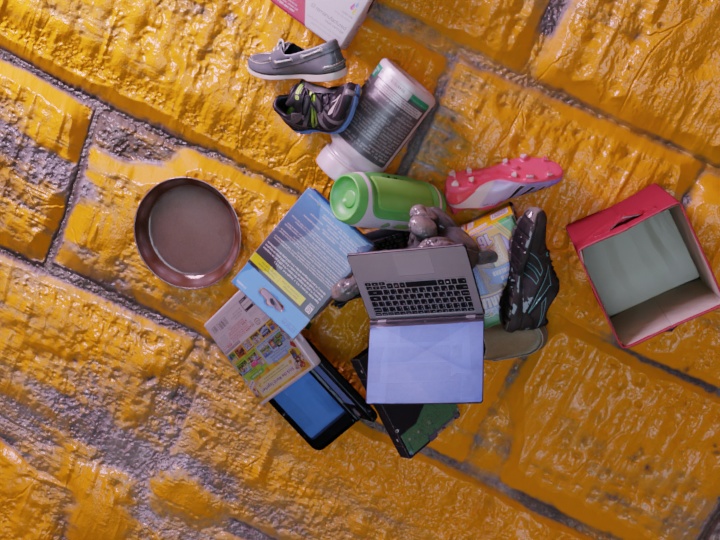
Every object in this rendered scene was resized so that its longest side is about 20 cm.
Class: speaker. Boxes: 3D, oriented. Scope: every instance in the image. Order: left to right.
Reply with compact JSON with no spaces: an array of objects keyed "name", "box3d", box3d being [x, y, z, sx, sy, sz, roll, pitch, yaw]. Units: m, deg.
[{"name":"speaker","box3d":[0.047,-0.109,1.382,0.088,0.198,0.090,-3,86,47]}]

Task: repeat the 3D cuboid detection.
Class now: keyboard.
[{"name":"keyboard","box3d":[0.000,0.000,1.471,0.197,0.021,0.129,-17,120,-9]}]

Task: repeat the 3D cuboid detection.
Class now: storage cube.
[{"name":"storage cube","box3d":[0.445,-0.011,1.364,0.169,0.180,0.202,-26,101,13]}]

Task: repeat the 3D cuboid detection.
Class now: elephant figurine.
[{"name":"elephant figurine","box3d":[0.081,0.007,1.337,0.155,0.141,0.201,45,118,19]}]

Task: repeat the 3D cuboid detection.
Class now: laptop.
[{"name":"laptop","box3d":[0.078,0.081,1.245,0.184,0.117,0.202,-5,126,23]}]

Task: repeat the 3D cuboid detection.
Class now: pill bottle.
[{"name":"pill bottle","box3d":[0.022,-0.231,1.396,0.113,0.113,0.201,38,105,-3]}]

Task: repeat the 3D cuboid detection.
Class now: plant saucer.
[{"name":"plant saucer","box3d":[-0.304,-0.068,1.523,0.197,0.035,0.204,2,106,7]}]

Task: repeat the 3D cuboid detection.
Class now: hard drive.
[{"name":"hard drive","box3d":[0.082,0.206,1.503,0.139,0.038,0.202,-34,101,-28]}]

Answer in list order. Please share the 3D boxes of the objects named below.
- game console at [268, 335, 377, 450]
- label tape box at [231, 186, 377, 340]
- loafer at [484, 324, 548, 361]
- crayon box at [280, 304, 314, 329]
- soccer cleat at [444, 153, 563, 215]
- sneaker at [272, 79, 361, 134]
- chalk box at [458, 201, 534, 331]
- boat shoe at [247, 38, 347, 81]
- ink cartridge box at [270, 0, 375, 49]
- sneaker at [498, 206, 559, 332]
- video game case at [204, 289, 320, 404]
[{"name":"game console","box3d":[-0.088,0.225,1.533,0.116,0.176,0.200,-45,97,-13]},{"name":"label tape box","box3d":[-0.090,-0.012,1.396,0.144,0.063,0.200,42,96,4]},{"name":"loafer","box3d":[0.227,0.124,1.486,0.197,0.068,0.077,-5,104,9]},{"name":"crayon box","box3d":[-0.102,0.000,1.505,0.125,0.052,0.202,29,107,-1]},{"name":"soccer cleat","box3d":[0.237,-0.140,1.426,0.197,0.067,0.077,-9,135,4]},{"name":"sneaker","box3d":[-0.073,-0.263,1.367,0.082,0.198,0.072,29,73,-37]},{"name":"chalk box","box3d":[0.237,0.009,1.425,0.122,0.125,0.202,-23,100,12]},{"name":"boat shoe","box3d":[-0.106,-0.344,1.374,0.198,0.073,0.063,13,128,36]},{"name":"ink cartridge box","box3d":[-0.033,-0.474,1.354,0.147,0.086,0.201,34,108,-2]},{"name":"sneaker","box3d":[0.268,0.000,1.328,0.078,0.076,0.203,4,111,-8]},{"name":"video game case","box3d":[-0.176,0.126,1.501,0.183,0.023,0.200,53,136,2]}]
